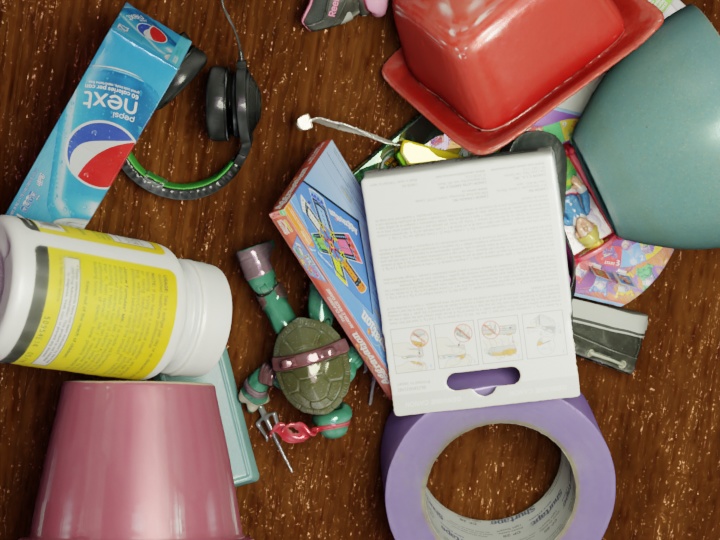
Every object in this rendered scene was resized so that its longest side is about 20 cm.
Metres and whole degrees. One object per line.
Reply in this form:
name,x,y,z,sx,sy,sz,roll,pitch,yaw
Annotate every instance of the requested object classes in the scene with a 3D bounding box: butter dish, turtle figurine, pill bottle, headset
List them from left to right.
pill bottle,-0.210,0.027,1.335,0.198,0.114,0.116,11,93,-35
headset,-0.134,-0.160,1.410,0.123,0.094,0.201,26,106,-7
turtle figurine,-0.038,0.069,1.422,0.148,0.101,0.202,-14,94,-5
butter dish,0.109,-0.223,1.357,0.199,0.200,0.148,-37,130,-5

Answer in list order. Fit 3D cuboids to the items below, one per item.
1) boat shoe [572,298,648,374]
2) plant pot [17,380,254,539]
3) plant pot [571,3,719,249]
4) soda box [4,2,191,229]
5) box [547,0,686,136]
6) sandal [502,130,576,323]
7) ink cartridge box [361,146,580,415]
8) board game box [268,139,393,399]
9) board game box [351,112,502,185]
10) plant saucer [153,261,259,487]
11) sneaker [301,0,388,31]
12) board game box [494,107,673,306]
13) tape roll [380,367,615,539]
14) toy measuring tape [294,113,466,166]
boat shoe,0.160,0.050,1.472,0.198,0.071,0.064,12,92,-13
plant pot,-0.183,0.182,1.366,0.198,0.200,0.181,1,84,-10
plant pot,0.252,-0.098,1.366,0.134,0.200,0.202,-25,99,5
soda box,-0.215,-0.111,1.351,0.064,0.068,0.201,29,115,-11
box,0.254,-0.161,1.484,0.200,0.041,0.156,41,88,-10
sandal,0.149,-0.016,1.403,0.075,0.048,0.203,-6,97,-22
ink cartridge box,0.092,0.008,1.373,0.161,0.057,0.202,-7,102,10
board game box,0.000,0.000,1.397,0.019,0.103,0.201,-15,119,35
board game box,0.049,-0.068,1.465,0.200,0.023,0.105,-40,103,-5
plant saucer,-0.144,0.098,1.448,0.069,0.019,0.202,-15,97,-9
sneaker,-0.051,-0.294,1.406,0.095,0.079,0.202,-24,98,4
board game box,0.191,-0.054,1.450,0.198,0.039,0.160,13,100,-8
tape roll,0.117,0.177,1.444,0.198,0.085,0.202,-1,108,-2
toy measuring tape,0.034,-0.077,1.419,0.198,0.074,0.074,15,93,-7
